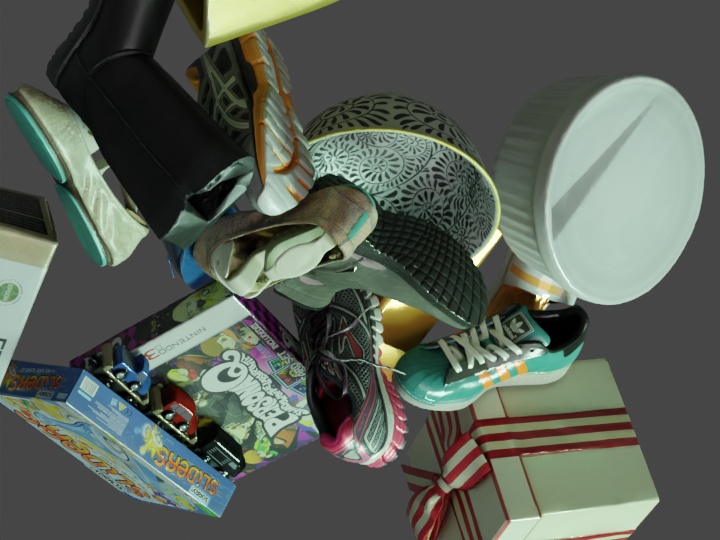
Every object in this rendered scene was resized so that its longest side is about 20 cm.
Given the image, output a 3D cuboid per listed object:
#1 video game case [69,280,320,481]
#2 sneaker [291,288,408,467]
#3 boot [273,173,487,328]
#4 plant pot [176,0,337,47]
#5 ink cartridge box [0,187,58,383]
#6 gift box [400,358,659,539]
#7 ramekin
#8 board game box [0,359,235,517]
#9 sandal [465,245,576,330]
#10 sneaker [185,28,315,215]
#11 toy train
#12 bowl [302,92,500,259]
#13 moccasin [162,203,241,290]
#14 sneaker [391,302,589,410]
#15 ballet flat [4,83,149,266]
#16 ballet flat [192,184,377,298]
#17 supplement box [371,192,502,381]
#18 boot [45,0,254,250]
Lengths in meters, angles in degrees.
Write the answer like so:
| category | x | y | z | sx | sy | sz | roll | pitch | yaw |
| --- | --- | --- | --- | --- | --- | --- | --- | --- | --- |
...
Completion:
| category | x | y | z | sx | sy | sz | roll | pitch | yaw |
| --- | --- | --- | --- | --- | --- | --- | --- | --- | --- |
| video game case | -0.131 | 0.108 | 1.665 | 0.181 | 0.036 | 0.200 | -27 | 130 | 18 |
| sneaker | -0.019 | 0.073 | 1.609 | 0.081 | 0.201 | 0.074 | -37 | 148 | 29 |
| boot | 0.000 | 0.000 | 1.556 | 0.199 | 0.068 | 0.130 | 33 | 141 | -21 |
| plant pot | -0.051 | -0.310 | 1.328 | 0.199 | 0.196 | 0.195 | -14 | 138 | -20 |
| ink cartridge box | -0.359 | 0.022 | 1.518 | 0.164 | 0.075 | 0.201 | 13 | 117 | -27 |
| gift box | 0.143 | 0.188 | 1.760 | 0.186 | 0.201 | 0.185 | -4 | 142 | -23 |
| ramekin | 0.202 | -0.078 | 1.616 | 0.201 | 0.094 | 0.204 | -13 | 112 | -37 |
| board game box | -0.220 | 0.147 | 1.623 | 0.200 | 0.135 | 0.035 | 42 | 64 | -35 |
| sandal | 0.167 | 0.021 | 1.730 | 0.079 | 0.059 | 0.207 | 13 | 118 | -28 |
| sneaker | -0.090 | -0.112 | 1.458 | 0.077 | 0.201 | 0.078 | -25 | 133 | 12 |
| toy train | -0.167 | 0.126 | 1.629 | 0.046 | 0.034 | 0.200 | -31 | 129 | 18 |
| bowl | 0.020 | -0.087 | 1.559 | 0.199 | 0.095 | 0.201 | 3 | 142 | 3 |
| moccasin | -0.140 | -0.057 | 1.547 | 0.080 | 0.068 | 0.200 | -31 | 153 | -15 |
| sneaker | 0.120 | 0.068 | 1.669 | 0.199 | 0.072 | 0.080 | -12 | 146 | -32 |
| ballet flat | -0.228 | -0.088 | 1.509 | 0.062 | 0.067 | 0.201 | -38 | 137 | -17 |
| ballet flat | -0.073 | -0.016 | 1.463 | 0.199 | 0.067 | 0.068 | -23 | 123 | 43 |
| supplement box | 0.048 | 0.003 | 1.668 | 0.066 | 0.069 | 0.200 | 25 | 113 | -34 |
| boot | -0.144 | -0.139 | 1.405 | 0.065 | 0.200 | 0.165 | 8 | 126 | -47 |
